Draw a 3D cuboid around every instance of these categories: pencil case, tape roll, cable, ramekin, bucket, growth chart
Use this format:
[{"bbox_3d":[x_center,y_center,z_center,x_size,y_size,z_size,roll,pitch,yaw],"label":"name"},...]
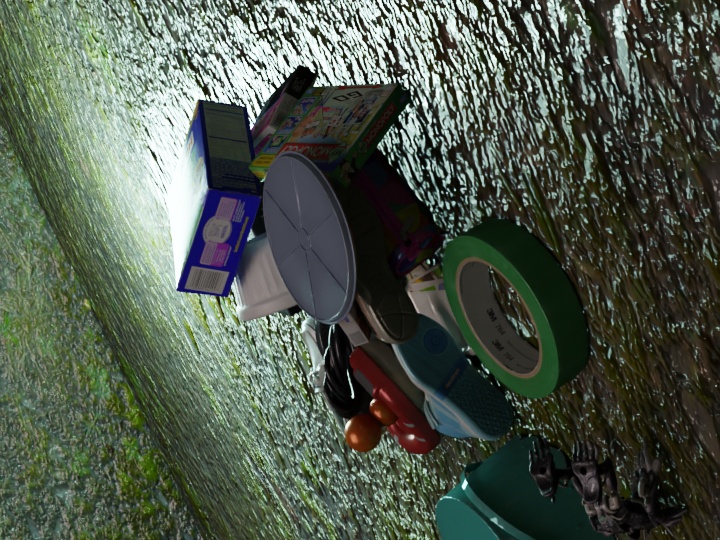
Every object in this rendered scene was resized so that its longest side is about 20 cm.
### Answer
[{"bbox_3d":[0.022,-0.089,1.499,0.201,0.088,0.089,53,156,18],"label":"pencil case"},{"bbox_3d":[0.170,0.043,1.383,0.201,0.048,0.202,46,153,31],"label":"tape roll"},{"bbox_3d":[-0.022,0.103,1.745,0.050,0.163,0.203,5,115,16],"label":"cable"},{"bbox_3d":[-0.088,-0.014,1.667,0.095,0.201,0.202,66,157,-6],"label":"ramekin"},{"bbox_3d":[0.197,0.319,1.532,0.207,0.134,0.209,44,152,31],"label":"bucket"},{"bbox_3d":[0.104,0.049,1.568,0.199,0.018,0.146,4,120,64],"label":"growth chart"}]

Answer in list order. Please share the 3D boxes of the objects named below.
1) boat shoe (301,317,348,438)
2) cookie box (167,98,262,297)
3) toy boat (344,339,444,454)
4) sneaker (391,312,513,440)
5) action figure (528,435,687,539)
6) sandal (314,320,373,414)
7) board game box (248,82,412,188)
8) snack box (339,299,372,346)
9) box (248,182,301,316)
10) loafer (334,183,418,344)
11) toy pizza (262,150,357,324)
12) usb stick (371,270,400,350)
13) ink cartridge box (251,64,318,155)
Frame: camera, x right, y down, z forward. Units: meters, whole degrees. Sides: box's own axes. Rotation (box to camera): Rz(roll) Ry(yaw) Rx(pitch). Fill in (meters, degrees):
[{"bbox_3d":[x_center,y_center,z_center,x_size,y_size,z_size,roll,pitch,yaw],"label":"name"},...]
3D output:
[{"bbox_3d":[-0.047,0.171,1.966,0.201,0.065,0.074,59,158,6],"label":"boat shoe"},{"bbox_3d":[-0.194,-0.096,1.623,0.201,0.074,0.172,-104,30,-49],"label":"cookie box"},{"bbox_3d":[0.032,0.196,1.704,0.130,0.131,0.200,44,175,37],"label":"toy boat"},{"bbox_3d":[0.094,0.143,1.584,0.200,0.079,0.130,49,159,-4],"label":"sneaker"},{"bbox_3d":[0.270,0.225,1.317,0.118,0.103,0.199,-13,149,39],"label":"action figure"},{"bbox_3d":[-0.022,0.133,1.855,0.043,0.076,0.202,17,132,56],"label":"sandal"},{"bbox_3d":[-0.039,-0.160,1.461,0.029,0.135,0.199,46,161,-29],"label":"board game box"},{"bbox_3d":[0.000,0.000,1.531,0.024,0.201,0.072,-20,122,25],"label":"snack box"},{"bbox_3d":[-0.122,-0.048,1.819,0.122,0.105,0.202,8,125,64],"label":"box"},{"bbox_3d":[0.000,-0.004,1.452,0.063,0.071,0.202,-16,100,63],"label":"loafer"},{"bbox_3d":[-0.052,-0.039,1.405,0.200,0.031,0.203,38,137,47],"label":"toy pizza"},{"bbox_3d":[0.033,0.058,1.689,0.056,0.032,0.201,49,160,27],"label":"usb stick"},{"bbox_3d":[-0.116,-0.197,1.650,0.037,0.096,0.200,28,162,-11],"label":"ink cartridge box"}]
